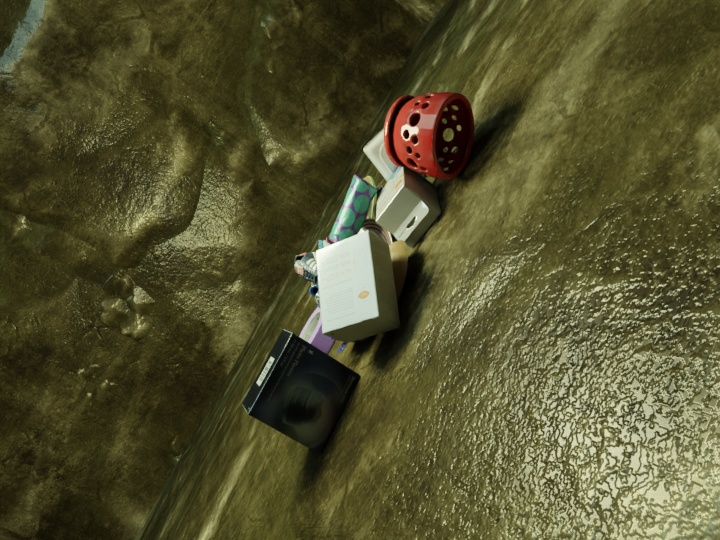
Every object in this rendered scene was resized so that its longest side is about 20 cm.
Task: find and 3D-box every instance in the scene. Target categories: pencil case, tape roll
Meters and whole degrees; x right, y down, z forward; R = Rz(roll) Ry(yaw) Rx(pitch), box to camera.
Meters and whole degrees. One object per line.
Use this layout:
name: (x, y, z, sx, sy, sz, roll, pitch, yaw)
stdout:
pencil case: (-0.019, -0.162, 1.488, 0.092, 0.083, 0.205, -36, -30, -79)
tape roll: (-0.135, 0.206, 1.636, 0.202, 0.065, 0.201, -55, 15, 21)

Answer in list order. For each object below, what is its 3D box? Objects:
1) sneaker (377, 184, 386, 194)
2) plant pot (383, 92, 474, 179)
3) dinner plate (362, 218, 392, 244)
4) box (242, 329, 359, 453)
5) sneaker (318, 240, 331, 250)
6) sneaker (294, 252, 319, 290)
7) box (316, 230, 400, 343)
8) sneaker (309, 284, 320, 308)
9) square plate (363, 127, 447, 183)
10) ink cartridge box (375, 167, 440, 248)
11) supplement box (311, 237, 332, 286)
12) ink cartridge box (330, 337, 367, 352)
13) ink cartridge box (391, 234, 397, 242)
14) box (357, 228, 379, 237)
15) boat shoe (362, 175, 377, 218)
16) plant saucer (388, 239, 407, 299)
sneaker: (0.091, -0.231, 1.650, 0.077, 0.110, 0.201, -52, 15, 19)
plant pot: (0.165, -0.343, 1.319, 0.179, 0.201, 0.204, 16, 70, 36)
dinner plate: (0.021, -0.047, 1.507, 0.196, 0.024, 0.207, -6, 81, 41)
box: (-0.138, 0.278, 1.221, 0.204, 0.196, 0.123, -61, 17, -12)
sneaker: (-0.073, -0.034, 1.459, 0.201, 0.084, 0.077, -111, 11, -63)
sneaker: (-0.152, 0.006, 1.557, 0.200, 0.082, 0.077, -128, 42, -61)
box: (-0.007, 0.040, 1.183, 0.149, 0.106, 0.206, -18, 65, 26)
sneaker: (-0.089, 0.098, 1.557, 0.200, 0.080, 0.076, 45, 132, 51)
square plate: (0.135, -0.329, 1.459, 0.198, 0.201, 0.028, -43, 28, 0)
ink cartridge box: (0.124, -0.172, 1.385, 0.129, 0.124, 0.202, -51, 15, 25)
supplement box: (-0.076, -0.019, 1.666, 0.200, 0.127, 0.107, 140, 133, -64)
ink cartridge box: (-0.023, 0.106, 1.326, 0.136, 0.074, 0.207, 143, 133, -71)
ink cartridge box: (0.058, -0.093, 1.612, 0.111, 0.050, 0.200, -59, 13, 3)
box: (0.000, 0.000, 1.465, 0.117, 0.059, 0.203, 48, 116, 35)
boat shoe: (0.012, -0.193, 1.592, 0.073, 0.061, 0.207, 147, 125, -68)
plant saucer: (0.060, 0.018, 1.302, 0.200, 0.034, 0.206, -163, 89, -75)
